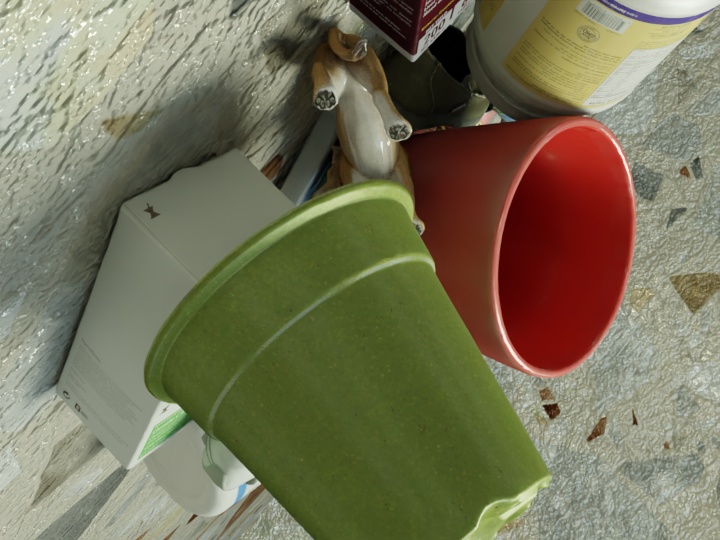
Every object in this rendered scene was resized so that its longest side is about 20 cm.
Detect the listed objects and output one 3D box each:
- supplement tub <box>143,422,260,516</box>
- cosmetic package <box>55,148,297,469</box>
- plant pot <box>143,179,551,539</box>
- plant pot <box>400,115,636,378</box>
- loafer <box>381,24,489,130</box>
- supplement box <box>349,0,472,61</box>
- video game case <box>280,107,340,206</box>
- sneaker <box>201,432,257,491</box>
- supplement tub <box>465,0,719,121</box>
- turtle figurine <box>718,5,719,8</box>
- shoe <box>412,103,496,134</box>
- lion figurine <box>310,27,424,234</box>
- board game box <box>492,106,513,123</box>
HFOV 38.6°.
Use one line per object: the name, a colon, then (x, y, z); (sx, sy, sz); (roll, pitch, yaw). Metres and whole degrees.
supplement tub: (-0.098, 0.121, 0.949); (0.199, 0.132, 0.132); (-32, 163, -39)
cosmetic package: (-0.121, 0.028, 0.682); (0.107, 0.085, 0.200); (-35, 165, -44)
plant pot: (0.007, 0.086, 0.603); (0.199, 0.190, 0.200); (-34, 161, -13)
plant pot: (0.094, -0.028, 0.817); (0.199, 0.176, 0.203); (-13, 108, -45)
loafer: (0.074, -0.162, 0.852); (0.070, 0.075, 0.200); (-49, 172, 28)
supplement box: (0.050, -0.214, 0.574); (0.109, 0.061, 0.200); (-46, 170, -12)
video game case: (-0.028, -0.068, 0.885); (0.201, 0.023, 0.182); (-58, 168, 28)
sneaker: (-0.081, 0.117, 0.802); (0.100, 0.078, 0.200); (-51, 173, 7)
supplement tub: (0.166, -0.202, 0.738); (0.145, 0.145, 0.200); (-44, 177, -24)
turtle figurine: (0.332, -0.359, 1.078); (0.194, 0.198, 0.145); (90, 8, -70)
shoe: (0.074, -0.124, 1.000); (0.091, 0.071, 0.200); (-60, 177, 41)
lion figurine: (0.000, -0.099, 0.694); (0.072, 0.123, 0.201); (-7, 135, -4)
board game box: (0.181, -0.193, 1.028); (0.200, 0.061, 0.202); (-7, 111, -77)
